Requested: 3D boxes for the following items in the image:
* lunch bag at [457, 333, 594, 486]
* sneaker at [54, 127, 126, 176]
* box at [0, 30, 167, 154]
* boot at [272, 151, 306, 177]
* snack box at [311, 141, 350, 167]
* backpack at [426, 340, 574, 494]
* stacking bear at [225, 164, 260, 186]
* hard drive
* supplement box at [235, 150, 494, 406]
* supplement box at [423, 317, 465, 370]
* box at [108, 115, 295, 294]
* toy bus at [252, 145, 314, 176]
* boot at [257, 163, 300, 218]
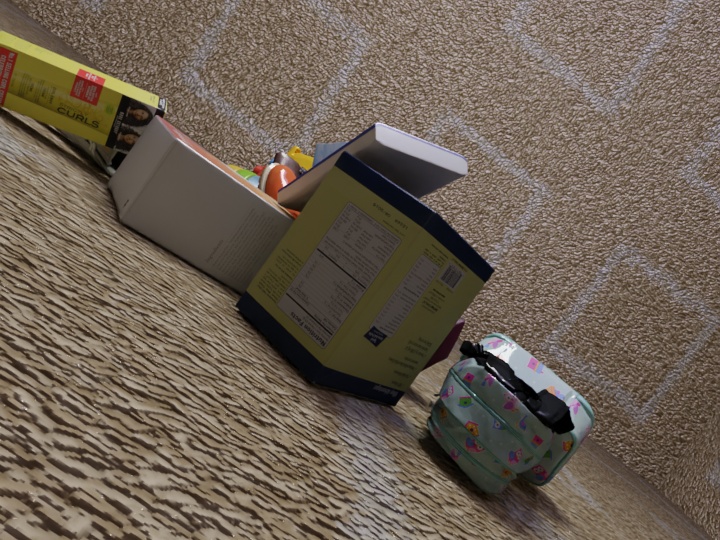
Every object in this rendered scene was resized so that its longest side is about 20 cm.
[{"bbox_3d":[0.213,0.194,0.950,0.200,0.077,0.161,40,-40,25],"label":"lunch bag"},{"bbox_3d":[-0.339,-0.176,0.892,0.199,0.076,0.092,35,8,-13],"label":"sneaker"},{"bbox_3d":[-0.339,-0.206,0.809,0.199,0.076,0.050,21,22,-23],"label":"box"},{"bbox_3d":[-0.145,-0.104,1.007,0.072,0.168,0.200,-7,-27,36],"label":"boot"},{"bbox_3d":[-0.017,-0.088,1.098,0.067,0.170,0.200,2,-16,23],"label":"snack box"},{"bbox_3d":[0.154,0.171,0.775,0.166,0.127,0.200,36,0,13],"label":"backpack"},{"bbox_3d":[-0.222,-0.123,1.116,0.199,0.114,0.121,33,3,7],"label":"stacking bear"},{"bbox_3d":[0.008,-0.103,0.794,0.131,0.026,0.199,13,-22,-34],"label":"hard drive"},{"bbox_3d":[0.012,0.019,0.743,0.134,0.200,0.200,38,4,32],"label":"supplement box"},{"bbox_3d":[0.039,0.052,0.983,0.110,0.086,0.200,-18,52,-37],"label":"supplement box"},{"bbox_3d":[-0.180,-0.072,0.806,0.199,0.107,0.152,35,4,-33],"label":"box"},{"bbox_3d":[-0.104,-0.131,1.251,0.191,0.136,0.200,28,-16,24],"label":"toy bus"},{"bbox_3d":[-0.078,-0.067,0.933,0.075,0.107,0.202,5,66,-54],"label":"boot"}]
